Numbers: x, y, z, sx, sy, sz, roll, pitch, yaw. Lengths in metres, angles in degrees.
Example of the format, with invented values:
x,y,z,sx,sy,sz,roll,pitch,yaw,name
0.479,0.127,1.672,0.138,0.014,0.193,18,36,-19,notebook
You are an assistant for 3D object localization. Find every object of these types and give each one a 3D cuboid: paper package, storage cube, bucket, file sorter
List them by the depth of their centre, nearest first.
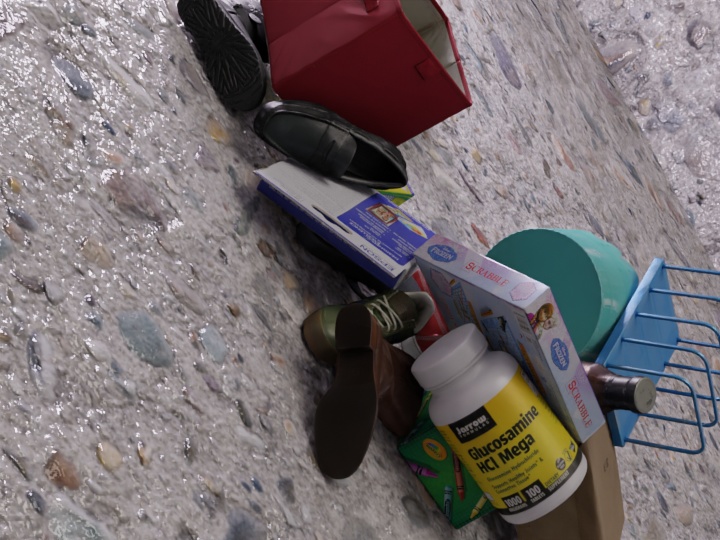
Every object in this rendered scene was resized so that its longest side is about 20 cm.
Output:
x,y,z,sx,sy,sz,roll,pitch,yaw,name
0.247,0.253,1.733,0.200,0.103,0.192,-38,118,-71,paper package
0.006,-0.259,1.734,0.200,0.179,0.172,46,24,-44,storage cube
0.389,0.107,1.773,0.200,0.122,0.139,-53,137,-37,file sorter
0.241,0.042,1.819,0.134,0.206,0.208,10,51,-60,bucket

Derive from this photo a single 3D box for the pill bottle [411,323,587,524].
x,y,z,sx,sy,sz,roll,pitch,yaw,name
0.144,0.161,1.551,0.201,0.112,0.113,53,22,-9,pill bottle

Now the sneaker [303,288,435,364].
x,y,z,sx,sy,sz,roll,pitch,yaw,name
0.017,0.051,1.609,0.067,0.090,0.200,63,23,12,sneaker

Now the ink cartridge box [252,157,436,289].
x,y,z,sx,sy,sz,roll,pitch,yaw,name
-0.018,-0.057,1.654,0.197,0.047,0.200,37,24,8,ink cartridge box

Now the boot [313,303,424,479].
x,y,z,sx,sy,sz,roll,pitch,yaw,name
0.017,0.151,1.525,0.200,0.064,0.188,54,42,-62,boot

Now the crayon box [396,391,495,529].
x,y,z,sx,sy,sz,roll,pitch,yaw,name
0.115,0.192,1.672,0.119,0.058,0.200,54,22,-10,crayon box

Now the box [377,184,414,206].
x,y,z,sx,sy,sz,roll,pitch,yaw,name
-0.011,-0.139,1.860,0.118,0.048,0.200,63,24,12,box

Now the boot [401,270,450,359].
x,y,z,sx,sy,sz,roll,pitch,yaw,name
0.115,0.016,1.792,0.072,0.144,0.201,39,27,-34,boot

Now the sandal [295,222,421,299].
x,y,z,sx,sy,sz,roll,pitch,yaw,name
0.000,-0.001,1.713,0.199,0.043,0.076,33,26,-25,sandal

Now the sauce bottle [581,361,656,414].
x,y,z,sx,sy,sz,roll,pitch,yaw,name
0.247,0.136,1.659,0.066,0.199,0.067,-3,95,-41,sauce bottle

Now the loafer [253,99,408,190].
x,y,z,sx,sy,sz,roll,pitch,yaw,name
-0.029,-0.142,1.666,0.199,0.068,0.070,18,20,-32,loafer

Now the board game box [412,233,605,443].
x,y,z,sx,sy,sz,roll,pitch,yaw,name
0.162,0.072,1.589,0.199,0.041,0.201,29,-28,51,board game box

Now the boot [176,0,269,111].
x,y,z,sx,sy,sz,roll,pitch,yaw,name
-0.126,-0.263,1.768,0.166,0.065,0.200,63,18,9,boot
